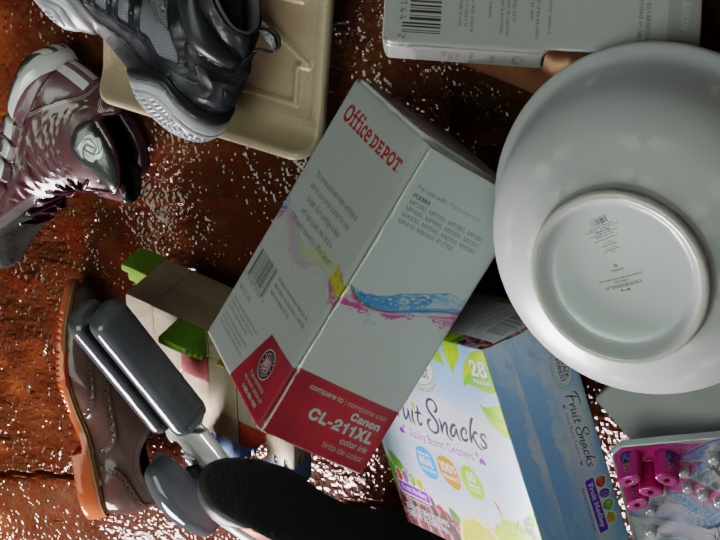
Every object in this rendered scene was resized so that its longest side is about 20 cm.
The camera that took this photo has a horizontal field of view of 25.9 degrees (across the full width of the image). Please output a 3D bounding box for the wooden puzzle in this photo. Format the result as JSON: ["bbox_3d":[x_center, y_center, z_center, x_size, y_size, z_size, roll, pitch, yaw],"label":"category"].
[{"bbox_3d":[-0.093,-0.195,1.064,0.184,0.046,0.202,18,115,23],"label":"wooden puzzle"}]

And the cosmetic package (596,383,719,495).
[{"bbox_3d":[0.244,0.035,0.923,0.090,0.107,0.200,46,129,4],"label":"cosmetic package"}]

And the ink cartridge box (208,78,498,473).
[{"bbox_3d":[0.000,0.000,0.982,0.082,0.146,0.201,27,102,-26],"label":"ink cartridge box"}]

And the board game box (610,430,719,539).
[{"bbox_3d":[0.264,0.166,0.941,0.198,0.026,0.201,-7,133,16],"label":"board game box"}]

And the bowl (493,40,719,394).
[{"bbox_3d":[0.150,-0.012,0.831,0.199,0.090,0.203,11,118,22],"label":"bowl"}]

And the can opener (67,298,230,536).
[{"bbox_3d":[-0.147,0.111,1.122,0.053,0.067,0.201,-1,134,44],"label":"can opener"}]

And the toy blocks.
[{"bbox_3d":[-0.098,0.084,1.174,0.199,0.100,0.138,22,132,24],"label":"toy blocks"}]

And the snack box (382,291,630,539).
[{"bbox_3d":[0.077,0.101,1.026,0.199,0.067,0.170,11,123,62],"label":"snack box"}]

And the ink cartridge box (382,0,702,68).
[{"bbox_3d":[0.105,-0.216,0.878,0.174,0.045,0.202,4,86,4],"label":"ink cartridge box"}]

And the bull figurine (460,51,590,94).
[{"bbox_3d":[0.129,-0.143,0.938,0.198,0.065,0.122,23,118,18],"label":"bull figurine"}]

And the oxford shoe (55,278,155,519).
[{"bbox_3d":[-0.201,0.101,1.264,0.072,0.071,0.202,-6,108,3],"label":"oxford shoe"}]

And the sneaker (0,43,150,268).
[{"bbox_3d":[-0.225,-0.061,1.187,0.115,0.076,0.201,32,124,12],"label":"sneaker"}]

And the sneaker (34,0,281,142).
[{"bbox_3d":[-0.136,-0.189,1.022,0.200,0.075,0.114,46,123,1],"label":"sneaker"}]

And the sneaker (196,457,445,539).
[{"bbox_3d":[-0.044,0.208,1.157,0.200,0.068,0.108,18,135,-21],"label":"sneaker"}]
